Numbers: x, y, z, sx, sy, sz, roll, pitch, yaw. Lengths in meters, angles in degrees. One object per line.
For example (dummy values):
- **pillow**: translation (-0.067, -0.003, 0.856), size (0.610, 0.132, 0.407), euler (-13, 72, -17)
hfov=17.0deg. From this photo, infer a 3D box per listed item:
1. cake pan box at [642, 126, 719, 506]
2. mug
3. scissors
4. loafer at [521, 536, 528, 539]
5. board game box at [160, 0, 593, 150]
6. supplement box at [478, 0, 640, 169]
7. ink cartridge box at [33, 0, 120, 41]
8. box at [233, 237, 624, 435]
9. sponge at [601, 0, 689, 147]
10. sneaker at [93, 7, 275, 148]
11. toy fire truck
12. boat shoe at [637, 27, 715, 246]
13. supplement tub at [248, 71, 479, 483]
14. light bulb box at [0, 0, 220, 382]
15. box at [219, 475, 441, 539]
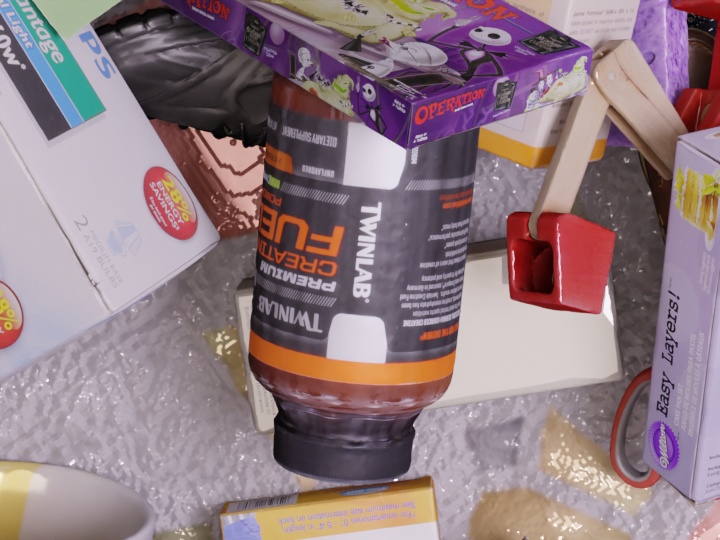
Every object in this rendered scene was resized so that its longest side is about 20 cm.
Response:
- **cake pan box**: translation (0.238, 0.005, 1.202), size (0.199, 0.052, 0.185), euler (-15, 124, -28)
- **mug**: translation (-0.196, 0.191, 1.290), size (0.148, 0.186, 0.154), euler (-4, 106, -31)
- **scissors**: translation (0.181, 0.030, 1.249), size (0.073, 0.014, 0.201), euler (23, 115, 23)
- **loafer**: translation (0.144, 0.209, 1.301), size (0.068, 0.076, 0.200), euler (-43, 102, 3)
- **board game box**: translation (0.000, -0.121, 1.159), size (0.200, 0.120, 0.033), euler (33, 125, 38)
- **supplement box**: translation (0.079, -0.167, 1.222), size (0.126, 0.073, 0.201), euler (24, 110, 33)
- **ink cartridge box**: translation (-0.117, -0.227, 1.223), size (0.146, 0.048, 0.200), euler (52, 51, -4)
- **box**: translation (0.036, 0.030, 1.287), size (0.198, 0.068, 0.083), euler (-7, 95, 2)
- **sponge**: translation (0.116, -0.165, 1.261), size (0.111, 0.030, 0.202), euler (2, 97, 34)
- **sneaker**: translation (-0.080, -0.102, 1.278), size (0.199, 0.076, 0.091), euler (-16, 101, 5)
- **toy fire truck**: translation (0.151, -0.074, 1.197), size (0.140, 0.049, 0.202), euler (9, 88, -27)
- **boat shoe**: translation (0.193, -0.030, 1.278), size (0.071, 0.068, 0.202), euler (-12, 94, 2)
- **supplement tub**: translation (0.000, 0.000, 1.192), size (0.106, 0.107, 0.202), euler (5, 102, 1)
- **light bulb box**: translation (-0.216, -0.037, 1.226), size (0.199, 0.125, 0.199), euler (-29, 94, 29)
- **box**: translation (-0.005, 0.220, 1.319), size (0.118, 0.041, 0.202), euler (-8, 93, 2)
